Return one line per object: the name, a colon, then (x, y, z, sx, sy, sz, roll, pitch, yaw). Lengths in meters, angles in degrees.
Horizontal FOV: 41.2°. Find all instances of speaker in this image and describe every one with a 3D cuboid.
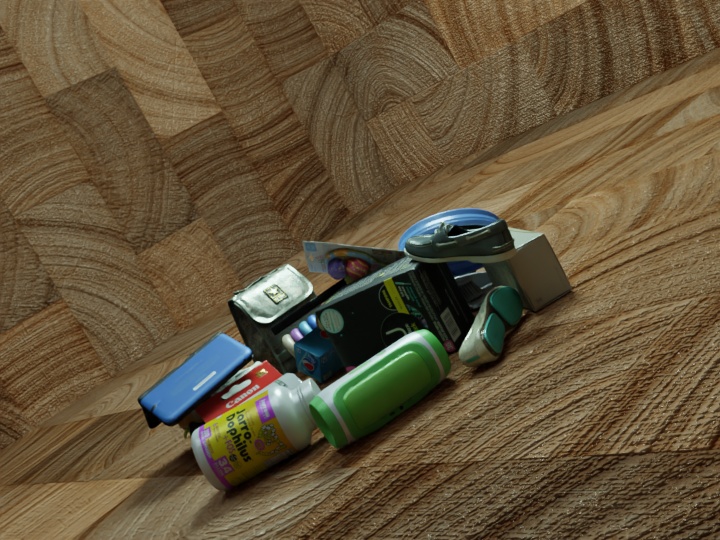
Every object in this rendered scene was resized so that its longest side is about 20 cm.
speaker: (0.029, 0.166, 1.355, 0.200, 0.089, 0.088, -32, 9, -16)

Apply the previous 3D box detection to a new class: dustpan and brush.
dustpan and brush: (0.153, 0.042, 1.754, 0.200, 0.057, 0.140, -22, 11, 40)

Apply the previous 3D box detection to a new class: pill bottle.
pill bottle: (-0.145, 0.240, 1.433, 0.199, 0.105, 0.104, -29, 8, 3)

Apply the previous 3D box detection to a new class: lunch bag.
lunch bag: (-0.165, 0.102, 1.997, 0.164, 0.201, 0.117, -34, 9, -34)

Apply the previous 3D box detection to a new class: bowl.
bowl: (0.162, -0.047, 1.697, 0.200, 0.040, 0.201, -9, -26, -4)

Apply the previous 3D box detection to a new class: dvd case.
dvd case: (-0.064, 0.046, 1.782, 0.200, 0.018, 0.143, -34, 0, -44)

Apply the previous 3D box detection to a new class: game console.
game console: (-0.291, 0.220, 1.745, 0.200, 0.119, 0.170, -41, 38, -23)

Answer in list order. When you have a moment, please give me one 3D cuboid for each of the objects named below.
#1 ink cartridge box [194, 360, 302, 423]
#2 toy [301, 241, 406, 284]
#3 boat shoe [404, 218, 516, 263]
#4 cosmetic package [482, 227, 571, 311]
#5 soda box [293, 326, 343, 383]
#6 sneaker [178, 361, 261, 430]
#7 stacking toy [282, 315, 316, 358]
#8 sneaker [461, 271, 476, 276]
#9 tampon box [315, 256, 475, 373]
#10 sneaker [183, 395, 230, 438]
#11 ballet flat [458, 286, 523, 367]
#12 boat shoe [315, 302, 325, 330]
ink cartridge box: (-0.182, 0.220, 1.612, 0.161, 0.050, 0.200, -33, 37, -19)
toy: (0.000, 0.000, 1.671, 0.199, 0.047, 0.115, 3, -28, 6)
boat shoe: (0.148, -0.050, 1.471, 0.199, 0.062, 0.073, 3, 24, 42)
cosmetic package: (0.258, -0.006, 1.549, 0.073, 0.104, 0.200, -29, 9, -5)
soda box: (-0.033, 0.124, 1.803, 0.068, 0.064, 0.200, 22, 41, 35)
sneaker: (-0.257, 0.241, 1.827, 0.199, 0.076, 0.088, -22, 41, -4)
stacking toy: (-0.059, 0.099, 1.903, 0.200, 0.085, 0.085, -44, 9, -1)
sneaker: (0.183, -0.003, 1.899, 0.086, 0.075, 0.200, -27, 7, -23)
tampon box: (0.058, 0.075, 1.573, 0.199, 0.150, 0.126, -25, 8, 28)
sneaker: (-0.218, 0.250, 1.695, 0.200, 0.083, 0.072, -33, 10, -24)
ballet flat: (0.187, 0.081, 1.414, 0.062, 0.068, 0.200, -36, 4, 30)
boat shoe: (0.009, 0.060, 1.765, 0.200, 0.072, 0.065, -29, 34, -34)
